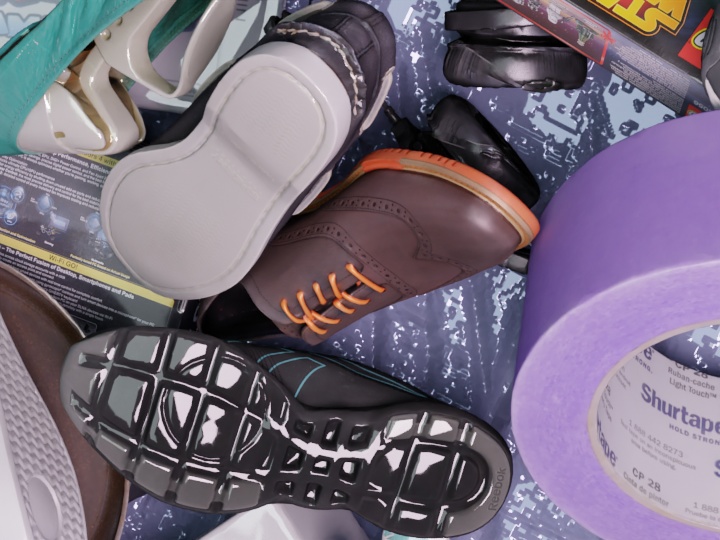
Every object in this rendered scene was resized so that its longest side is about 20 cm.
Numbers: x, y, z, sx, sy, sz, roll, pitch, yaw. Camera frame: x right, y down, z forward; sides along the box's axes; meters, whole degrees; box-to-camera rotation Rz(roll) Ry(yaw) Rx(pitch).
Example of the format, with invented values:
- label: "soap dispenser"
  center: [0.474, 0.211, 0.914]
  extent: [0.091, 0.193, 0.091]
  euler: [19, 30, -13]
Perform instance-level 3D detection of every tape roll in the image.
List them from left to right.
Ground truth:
- label: "tape roll"
  center: [0.163, 0.034, 0.964]
  extent: [0.199, 0.085, 0.200]
  euler: [6, 137, 5]

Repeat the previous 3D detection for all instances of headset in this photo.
- label: "headset"
  center: [0.055, -0.070, 1.039]
  extent: [0.200, 0.094, 0.124]
  euler: [22, 100, 4]

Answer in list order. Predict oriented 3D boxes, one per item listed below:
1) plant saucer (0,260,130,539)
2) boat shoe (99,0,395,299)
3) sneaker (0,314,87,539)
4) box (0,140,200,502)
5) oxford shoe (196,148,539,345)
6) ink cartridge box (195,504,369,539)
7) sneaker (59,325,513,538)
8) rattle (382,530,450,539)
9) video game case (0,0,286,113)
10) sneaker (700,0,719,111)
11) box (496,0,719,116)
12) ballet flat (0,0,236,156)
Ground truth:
- label: "plant saucer"
  center: [-0.195, 0.083, 1.106]
  extent: [0.200, 0.032, 0.201]
  euler: [3, 100, 16]
- label: "boat shoe"
  center: [-0.049, -0.051, 1.009]
  extent: [0.074, 0.060, 0.200]
  euler: [45, 143, 1]
- label: "sneaker"
  center: [-0.200, 0.082, 1.051]
  extent: [0.118, 0.074, 0.201]
  euler: [-25, 81, 12]
- label: "box"
  center: [-0.170, 0.001, 1.130]
  extent: [0.200, 0.049, 0.162]
  euler: [20, 101, 13]
- label: "oxford shoe"
  center: [0.000, 0.000, 1.022]
  extent: [0.071, 0.200, 0.073]
  euler: [40, 62, -23]
- label: "ink cartridge box"
  center: [-0.032, 0.212, 1.089]
  extent: [0.144, 0.084, 0.200]
  euler: [-35, 84, 15]
- label: "sneaker"
  center: [-0.035, 0.070, 1.042]
  extent: [0.200, 0.079, 0.076]
  euler: [17, 99, -11]
- label: "rattle"
  center: [0.070, 0.206, 1.063]
  extent: [0.200, 0.130, 0.143]
  euler: [18, 144, 5]
- label: "video game case"
  center: [-0.128, -0.170, 1.093]
  extent: [0.199, 0.024, 0.183]
  euler: [8, 95, 1]
- label: "sneaker"
  center: [0.230, -0.074, 0.950]
  extent: [0.200, 0.085, 0.075]
  euler: [11, 87, -24]
- label: "box"
  center: [0.108, -0.164, 1.013]
  extent: [0.200, 0.040, 0.137]
  euler: [33, 72, 10]
- label: "ballet flat"
  center: [-0.108, -0.092, 1.022]
  extent: [0.200, 0.067, 0.070]
  euler: [-44, 69, 35]
